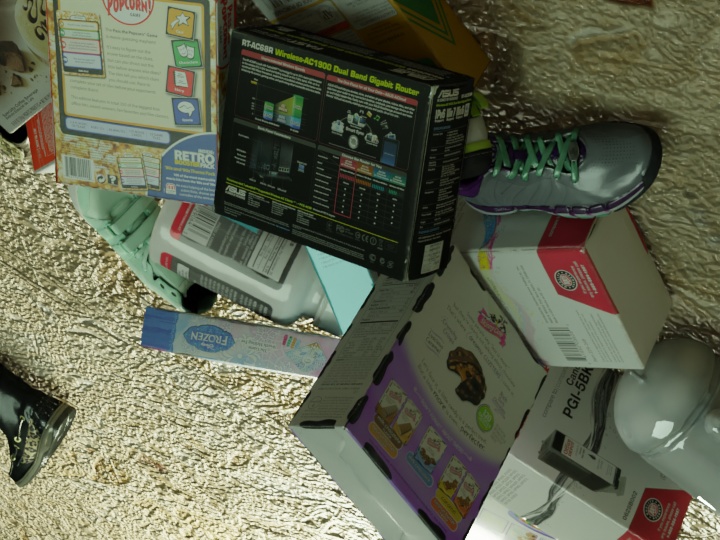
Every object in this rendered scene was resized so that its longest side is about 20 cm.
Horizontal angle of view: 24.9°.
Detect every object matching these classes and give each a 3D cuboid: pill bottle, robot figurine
[{"bbox_3d":[-0.090,-0.017,1.536,0.199,0.111,0.111,27,146,3],"label":"pill bottle"},{"bbox_3d":[0.304,0.137,1.431,0.199,0.113,0.170,37,175,-10],"label":"robot figurine"}]

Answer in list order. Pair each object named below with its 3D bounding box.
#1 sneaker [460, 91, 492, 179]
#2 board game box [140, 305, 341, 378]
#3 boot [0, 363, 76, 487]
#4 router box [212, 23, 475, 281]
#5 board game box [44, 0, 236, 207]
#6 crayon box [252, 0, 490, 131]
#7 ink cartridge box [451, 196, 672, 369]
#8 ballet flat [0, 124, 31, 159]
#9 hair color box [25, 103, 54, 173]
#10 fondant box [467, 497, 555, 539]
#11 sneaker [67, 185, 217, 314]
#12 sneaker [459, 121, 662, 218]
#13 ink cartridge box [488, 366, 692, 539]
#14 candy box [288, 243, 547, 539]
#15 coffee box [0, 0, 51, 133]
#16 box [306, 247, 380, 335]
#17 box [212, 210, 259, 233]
[{"bbox_3d":[0.024,-0.111,1.297,0.199,0.071,0.084,-2,101,38],"label":"sneaker"},{"bbox_3d":[-0.087,0.077,1.601,0.197,0.044,0.200,8,176,17],"label":"board game box"},{"bbox_3d":[-0.462,0.191,2.127,0.153,0.074,0.204,36,142,-3],"label":"boot"},{"bbox_3d":[-0.017,-0.094,1.246,0.199,0.062,0.151,20,112,33],"label":"router box"},{"bbox_3d":[-0.177,-0.159,1.321,0.150,0.046,0.202,9,118,13],"label":"board game box"},{"bbox_3d":[0.013,-0.186,1.297,0.125,0.052,0.200,-13,126,46],"label":"crayon box"},{"bbox_3d":[0.148,0.007,1.409,0.199,0.086,0.148,1,136,39],"label":"ink cartridge box"},{"bbox_3d":[-0.342,-0.170,1.593,0.067,0.047,0.200,28,146,5],"label":"ballet flat"},{"bbox_3d":[-0.211,-0.143,1.471,0.199,0.101,0.062,-19,80,48],"label":"hair color box"},{"bbox_3d":[0.171,0.237,1.711,0.143,0.058,0.201,26,147,7],"label":"fondant box"},{"bbox_3d":[-0.204,-0.036,1.609,0.118,0.074,0.201,32,163,40],"label":"sneaker"},{"bbox_3d":[0.139,-0.080,1.289,0.199,0.075,0.087,-9,164,44],"label":"sneaker"},{"bbox_3d":[0.208,0.170,1.516,0.199,0.147,0.083,32,145,-3],"label":"ink cartridge box"},{"bbox_3d":[0.054,0.107,1.354,0.071,0.201,0.168,-5,132,44],"label":"candy box"},{"bbox_3d":[-0.276,-0.220,1.421,0.199,0.080,0.113,-27,117,39],"label":"coffee box"},{"bbox_3d":[0.000,0.000,1.436,0.049,0.082,0.201,-19,101,21],"label":"box"},{"bbox_3d":[-0.079,-0.125,1.418,0.049,0.083,0.200,27,146,6],"label":"box"}]
